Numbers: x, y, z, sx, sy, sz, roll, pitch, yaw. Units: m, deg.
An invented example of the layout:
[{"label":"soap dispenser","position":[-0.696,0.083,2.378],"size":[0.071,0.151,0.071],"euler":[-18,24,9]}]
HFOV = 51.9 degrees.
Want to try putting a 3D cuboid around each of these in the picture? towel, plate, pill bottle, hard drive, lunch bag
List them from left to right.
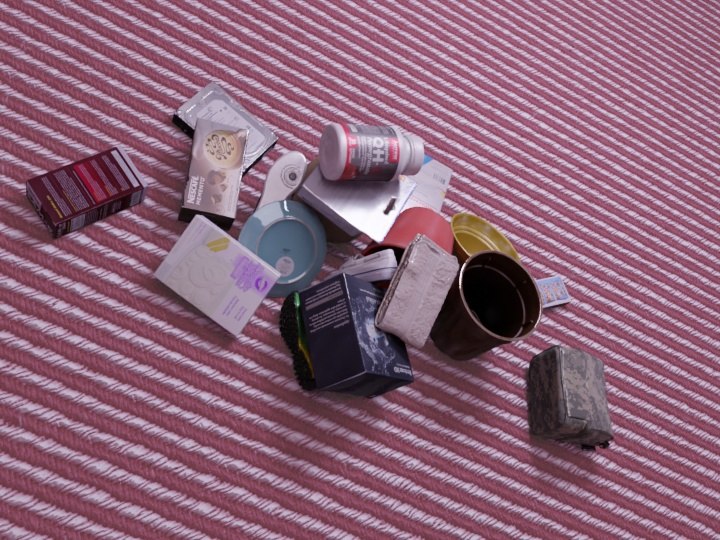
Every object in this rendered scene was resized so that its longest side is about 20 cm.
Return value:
[{"label":"hard drive","position":[-0.298,-0.313,1.641],"size":[0.199,0.038,0.140],"euler":[40,55,0]},{"label":"plate","position":[-0.154,-0.041,1.502],"size":[0.198,0.026,0.203],"euler":[-8,107,-28]},{"label":"pill bottle","position":[0.024,-0.236,1.492],"size":[0.197,0.111,0.112],"euler":[-2,65,-26]},{"label":"towel","position":[0.114,0.042,1.443],"size":[0.132,0.034,0.202],"euler":[31,79,-35]},{"label":"lunch bag","position":[0.472,0.282,1.629],"size":[0.166,0.139,0.202],"euler":[13,61,-18]}]

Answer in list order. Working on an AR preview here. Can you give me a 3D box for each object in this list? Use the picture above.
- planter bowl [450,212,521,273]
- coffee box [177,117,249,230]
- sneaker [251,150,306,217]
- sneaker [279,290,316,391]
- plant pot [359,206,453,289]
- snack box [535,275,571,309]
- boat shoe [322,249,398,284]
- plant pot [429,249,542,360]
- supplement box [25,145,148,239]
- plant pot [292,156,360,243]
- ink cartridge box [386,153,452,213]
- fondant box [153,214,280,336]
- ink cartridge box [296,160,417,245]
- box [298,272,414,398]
[{"label":"planter bowl","position":[0.269,-0.034,1.716],"size":[0.199,0.084,0.202],"euler":[24,37,-19]},{"label":"coffee box","position":[-0.303,-0.197,1.527],"size":[0.112,0.080,0.203],"euler":[12,71,-16]},{"label":"sneaker","position":[-0.183,-0.154,1.559],"size":[0.072,0.112,0.202],"euler":[29,77,-10]},{"label":"sneaker","position":[-0.104,0.136,1.485],"size":[0.084,0.078,0.203],"euler":[-11,78,-36]},{"label":"plant pot","position":[0.112,-0.031,1.603],"size":[0.199,0.201,0.178],"euler":[35,47,-4]},{"label":"snack box","position":[0.419,0.063,1.787],"size":[0.198,0.024,0.073],"euler":[-10,68,-28]},{"label":"boat shoe","position":[0.000,0.000,1.525],"size":[0.073,0.198,0.068],"euler":[7,76,-52]},{"label":"plant pot","position":[0.254,0.092,1.590],"size":[0.198,0.198,0.203],"euler":[11,60,-19]},{"label":"supplement box","position":[-0.529,-0.154,1.437],"size":[0.199,0.061,0.109],"euler":[-30,79,-34]},{"label":"plant pot","position":[-0.046,-0.180,1.631],"size":[0.198,0.135,0.203],"euler":[10,61,-19]},{"label":"ink cartridge box","position":[0.135,-0.176,1.752],"size":[0.114,0.068,0.202],"euler":[27,56,-10]},{"label":"fondant box","position":[-0.275,0.009,1.432],"size":[0.199,0.058,0.145],"euler":[36,90,-5]},{"label":"ink cartridge box","position":[-0.004,-0.169,1.537],"size":[0.199,0.041,0.200],"euler":[37,55,-4]},{"label":"box","position":[-0.006,0.132,1.447],"size":[0.196,0.116,0.202],"euler":[21,50,-56]}]
